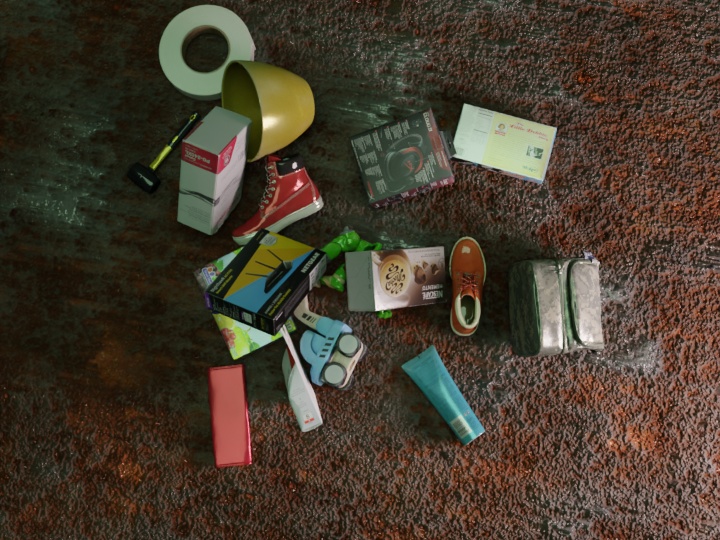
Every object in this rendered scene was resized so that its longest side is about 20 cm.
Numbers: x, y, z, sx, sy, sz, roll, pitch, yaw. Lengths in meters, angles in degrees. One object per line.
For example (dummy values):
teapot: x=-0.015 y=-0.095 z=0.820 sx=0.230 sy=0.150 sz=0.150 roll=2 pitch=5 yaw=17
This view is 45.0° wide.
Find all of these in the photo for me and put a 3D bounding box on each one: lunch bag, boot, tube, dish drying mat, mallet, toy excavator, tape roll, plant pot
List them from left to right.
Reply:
mallet: x=-0.413 y=-0.259 z=1.822 sx=0.066 sy=0.041 sz=0.201 roll=30 pitch=80 yaw=2
tape roll: x=-0.325 y=-0.462 z=1.843 sx=0.202 sy=0.037 sz=0.204 roll=0 pitch=82 yaw=3
dish drying mat: x=-0.263 y=0.292 z=1.751 sx=0.076 sy=0.018 sz=0.201 roll=-6 pitch=81 yaw=0
boot: x=-0.190 y=-0.150 z=1.750 sx=0.199 sy=0.072 sz=0.145 roll=-30 pitch=116 yaw=-8
plant pot: x=-0.178 y=-0.331 z=1.760 sx=0.141 sy=0.200 sz=0.201 roll=-14 pitch=81 yaw=-28
toy excavator: x=-0.082 y=0.120 z=1.736 sx=0.199 sy=0.100 sz=0.195 roll=24 pitch=83 yaw=14
tube: x=0.169 y=0.251 z=1.729 sx=0.077 sy=0.050 sz=0.200 roll=-33 pitch=78 yaw=-7
boot: x=0.215 y=0.026 z=1.726 sx=0.075 sy=0.107 sz=0.201 roll=0 pitch=81 yaw=4
lunch bag: x=0.390 y=0.068 z=1.704 sx=0.167 sy=0.139 sz=0.201 roll=-2 pitch=83 yaw=-15

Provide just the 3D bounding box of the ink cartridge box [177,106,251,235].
ink cartridge box: x=-0.288 y=-0.194 z=1.705 sx=0.083 sy=0.201 sz=0.145 roll=21 pitch=42 yaw=6

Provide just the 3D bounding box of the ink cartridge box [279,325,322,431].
ink cartridge box: x=-0.136 y=0.189 z=1.658 sx=0.050 sy=0.162 sz=0.201 roll=-25 pitch=103 yaw=-3

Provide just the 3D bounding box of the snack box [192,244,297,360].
snack box: x=-0.232 y=0.062 z=1.762 sx=0.142 sy=0.053 sz=0.201 roll=-26 pitch=83 yaw=-3

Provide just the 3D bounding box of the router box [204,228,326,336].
router box: x=-0.173 y=0.018 z=1.617 sx=0.149 sy=0.051 sz=0.200 roll=20 pitch=46 yaw=17

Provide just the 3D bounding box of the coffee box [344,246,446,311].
coffee box: x=0.071 y=0.014 z=1.681 sx=0.199 sy=0.080 sz=0.114 roll=-4 pitch=91 yaw=-42

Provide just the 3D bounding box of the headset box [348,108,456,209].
headset box: x=0.094 y=-0.228 z=1.767 sx=0.199 sy=0.075 sz=0.149 roll=-19 pitch=82 yaw=7

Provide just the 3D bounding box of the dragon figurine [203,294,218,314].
dragon figurine: x=-0.201 y=0.042 z=1.687 sx=0.199 sy=0.099 sz=0.059 roll=-17 pitch=82 yaw=-2

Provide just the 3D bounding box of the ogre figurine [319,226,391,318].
ogre figurine: x=0.000 y=0.000 z=1.738 sx=0.199 sy=0.098 sz=0.120 roll=31 pitch=80 yaw=3

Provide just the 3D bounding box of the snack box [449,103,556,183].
snack box: x=0.293 y=-0.261 z=1.794 sx=0.199 sy=0.037 sz=0.117 roll=16 pitch=85 yaw=4
